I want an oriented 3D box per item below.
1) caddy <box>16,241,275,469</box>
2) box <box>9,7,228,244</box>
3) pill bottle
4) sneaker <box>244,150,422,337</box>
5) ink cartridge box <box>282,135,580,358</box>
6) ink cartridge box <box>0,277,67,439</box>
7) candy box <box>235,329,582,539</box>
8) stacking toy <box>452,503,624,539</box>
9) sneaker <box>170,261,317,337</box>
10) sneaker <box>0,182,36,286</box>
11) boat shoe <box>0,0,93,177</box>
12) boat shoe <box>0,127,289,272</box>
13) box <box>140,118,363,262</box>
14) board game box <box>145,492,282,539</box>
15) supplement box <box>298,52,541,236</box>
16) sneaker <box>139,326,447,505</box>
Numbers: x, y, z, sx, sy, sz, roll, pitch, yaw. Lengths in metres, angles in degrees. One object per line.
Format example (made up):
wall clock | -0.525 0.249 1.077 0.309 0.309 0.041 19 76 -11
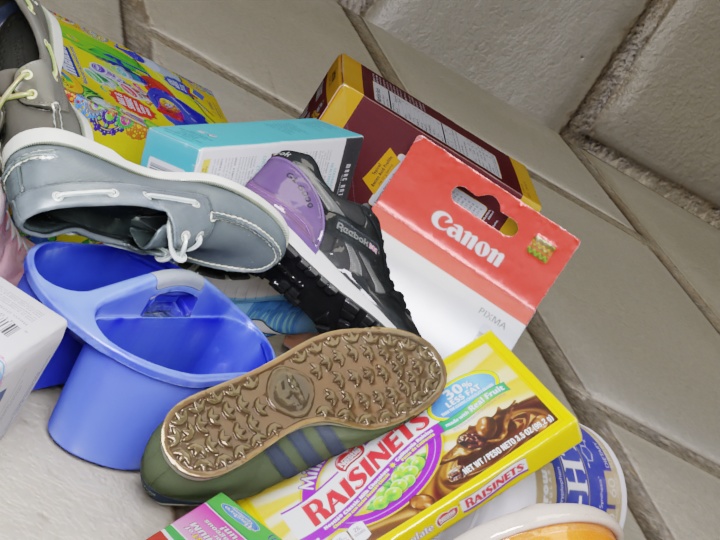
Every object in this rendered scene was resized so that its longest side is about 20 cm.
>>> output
caddy | -0.139 0.042 1.092 0.141 0.105 0.200 41 16 22
box | -0.205 -0.094 1.355 0.192 0.122 0.200 24 17 -27
pill bottle | 0.085 0.153 1.187 0.200 0.120 0.120 13 25 -52
sneaker | 0.000 0.000 1.204 0.200 0.088 0.076 47 -32 -20
ink cartridge box | 0.057 0.020 1.386 0.162 0.200 0.050 33 15 2
ink cartridge box | -0.258 0.042 0.888 0.145 0.088 0.200 34 13 2
candy box | 0.026 0.121 1.069 0.102 0.199 0.026 46 -17 46
stacking toy | 0.117 0.251 1.013 0.146 0.146 0.201 18 40 -44
sneaker | -0.073 0.019 1.318 0.199 0.090 0.079 11 41 -29
sneaker | -0.240 -0.025 1.105 0.075 0.105 0.200 37 14 20
boat shoe | -0.229 -0.117 1.167 0.060 0.072 0.202 47 19 -50
boat shoe | -0.131 -0.026 1.082 0.199 0.073 0.062 20 43 -32
box | -0.079 -0.061 1.237 0.049 0.083 0.200 24 18 28
board game box | -0.061 0.198 0.899 0.153 0.040 0.200 36 15 10
supplement box | 0.015 -0.044 1.504 0.199 0.198 0.133 31 15 -10
sneaker | -0.048 0.092 1.055 0.199 0.090 0.067 -16 73 -34
